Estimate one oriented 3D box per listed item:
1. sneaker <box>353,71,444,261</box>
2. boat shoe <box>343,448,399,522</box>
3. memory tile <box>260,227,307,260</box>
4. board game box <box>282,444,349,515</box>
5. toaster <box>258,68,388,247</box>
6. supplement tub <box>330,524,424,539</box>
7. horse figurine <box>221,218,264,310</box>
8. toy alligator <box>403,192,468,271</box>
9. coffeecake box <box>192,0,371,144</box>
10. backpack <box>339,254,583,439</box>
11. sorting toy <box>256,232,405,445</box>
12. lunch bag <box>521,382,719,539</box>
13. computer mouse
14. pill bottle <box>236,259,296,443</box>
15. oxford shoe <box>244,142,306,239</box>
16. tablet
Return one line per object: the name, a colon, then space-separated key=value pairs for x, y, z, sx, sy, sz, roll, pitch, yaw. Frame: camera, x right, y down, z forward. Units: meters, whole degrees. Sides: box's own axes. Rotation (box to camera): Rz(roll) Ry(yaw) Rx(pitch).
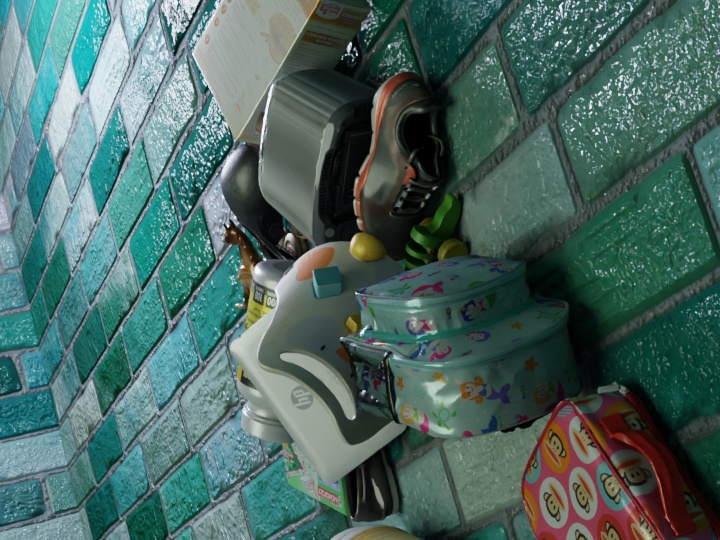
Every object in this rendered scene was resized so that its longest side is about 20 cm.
sneaker: x=0.045 y=-0.092 z=1.485 sx=0.082 sy=0.076 sz=0.202 roll=41 pitch=137 yaw=50
boat shoe: x=-0.009 y=0.198 z=1.755 sx=0.067 sy=0.056 sz=0.202 roll=127 pitch=128 yaw=-62
memory tile: x=-0.098 y=0.040 z=1.944 sx=0.153 sy=0.017 sz=0.203 roll=-155 pitch=57 yaw=-63
board game box: x=-0.055 y=0.227 z=1.911 sx=0.200 sy=0.029 sz=0.136 roll=9 pitch=109 yaw=65
toaster: x=-0.034 y=-0.129 z=1.570 sx=0.129 sy=0.113 sz=0.202 roll=33 pitch=127 yaw=40
supplement tub: x=0.037 y=0.357 z=1.610 sx=0.200 sy=0.143 sz=0.146 roll=-175 pitch=75 yaw=-66
horse figurine: x=-0.123 y=0.043 z=1.904 sx=0.201 sy=0.049 sz=0.133 roll=61 pitch=155 yaw=18
toy alligator: x=0.068 y=0.016 z=1.503 sx=0.059 sy=0.054 sz=0.202 roll=-130 pitch=37 yaw=-49
coffeecake box: x=-0.092 y=-0.263 z=1.645 sx=0.201 sy=0.072 sz=0.154 roll=-55 pitch=47 yaw=32
backpack: x=0.095 y=0.070 z=1.316 sx=0.199 sy=0.176 sz=0.152 roll=21 pitch=124 yaw=59
sorting toy: x=-0.010 y=0.076 z=1.441 sx=0.200 sy=0.180 sz=0.107 roll=41 pitch=137 yaw=1
lunch bag: x=0.215 y=0.198 z=1.211 sx=0.177 sy=0.081 sz=0.201 roll=105 pitch=146 yaw=-44
computer mouse: x=-0.130 y=-0.071 z=1.796 sx=0.139 sy=0.052 sz=0.201 roll=50 pitch=162 yaw=27
pill bottle: x=-0.087 y=0.097 z=1.771 sx=0.112 sy=0.111 sz=0.203 roll=31 pitch=114 yaw=60
oxford shoe: x=-0.107 y=-0.129 z=1.818 sx=0.071 sy=0.072 sz=0.202 roll=-49 pitch=56 yaw=61
tablet: x=-0.050 y=0.132 z=1.698 sx=0.130 sy=0.014 sz=0.201 roll=-38 pitch=85 yaw=20
